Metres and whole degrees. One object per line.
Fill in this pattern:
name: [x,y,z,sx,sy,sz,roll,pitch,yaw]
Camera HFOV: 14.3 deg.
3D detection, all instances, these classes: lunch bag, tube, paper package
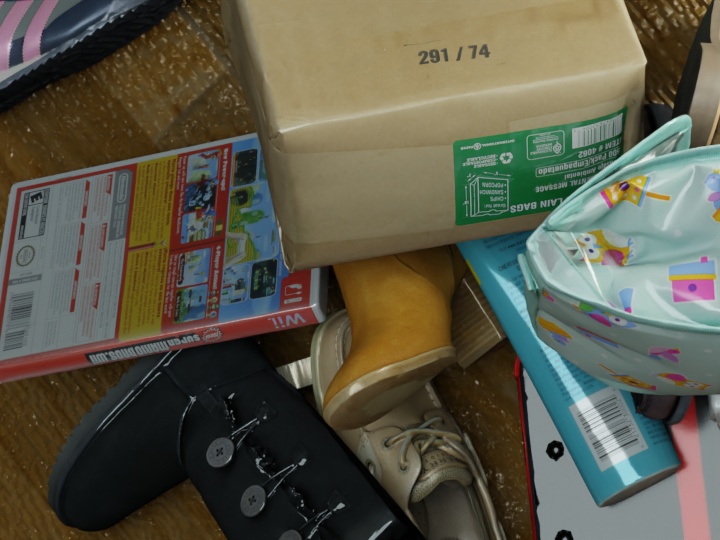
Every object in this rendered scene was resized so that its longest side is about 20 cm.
lunch bag: [0.175,-0.002,1.383,0.199,0.170,0.123,-2,80,2]
tube: [0.108,0.027,1.550,0.077,0.050,0.201,-19,78,-25]
paper package: [0.036,-0.108,1.513,0.199,0.104,0.191,-10,44,-5]

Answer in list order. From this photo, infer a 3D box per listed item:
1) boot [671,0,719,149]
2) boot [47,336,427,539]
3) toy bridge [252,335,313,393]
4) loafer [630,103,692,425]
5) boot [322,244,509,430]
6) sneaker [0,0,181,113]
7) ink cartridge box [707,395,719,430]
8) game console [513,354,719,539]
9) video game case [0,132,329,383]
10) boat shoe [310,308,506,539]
boot: [0.206,-0.098,1.499,0.075,0.200,0.074,14,112,1]
boot: [-0.072,0.137,1.579,0.200,0.065,0.165,47,111,31]
toy bridge: [-0.036,0.060,1.629,0.067,0.027,0.201,-19,80,15]
loafer: [0.140,-0.006,1.527,0.063,0.072,0.201,8,53,-11]
boot: [0.001,0.000,1.540,0.071,0.201,0.144,-39,82,30]
sneaker: [-0.197,-0.148,1.668,0.199,0.070,0.082,-26,83,11]
ink cartridge box: [0.276,0.002,1.503,0.199,0.084,0.146,-5,81,9]
game console: [0.177,0.116,1.569,0.176,0.031,0.201,-7,85,10]
video game case: [-0.112,-0.011,1.621,0.199,0.017,0.144,-11,47,15]
boat shoe: [0.037,0.108,1.574,0.071,0.064,0.201,-24,85,-26]
